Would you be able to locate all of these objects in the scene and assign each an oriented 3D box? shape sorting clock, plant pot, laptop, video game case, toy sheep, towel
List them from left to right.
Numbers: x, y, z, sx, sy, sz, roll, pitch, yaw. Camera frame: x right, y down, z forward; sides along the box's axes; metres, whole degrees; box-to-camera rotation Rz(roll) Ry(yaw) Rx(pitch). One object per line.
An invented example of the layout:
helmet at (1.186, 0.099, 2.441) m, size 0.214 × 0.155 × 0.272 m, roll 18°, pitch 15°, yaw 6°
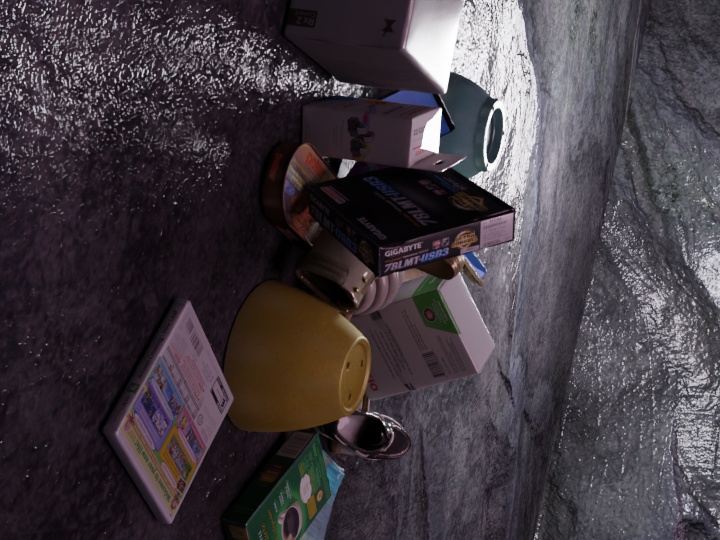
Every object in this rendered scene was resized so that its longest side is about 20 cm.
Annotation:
video game case at (-0.214, 0.163, 1.385) m, size 0.201 × 0.022 × 0.183 m, roll 75°, pitch 32°, yaw -49°
plant pot at (-0.069, 0.124, 1.572) m, size 0.200 × 0.141 × 0.202 m, roll 11°, pitch 90°, yaw -69°
towel at (-0.078, 0.338, 1.813) m, size 0.200 × 0.022 × 0.148 m, roll 59°, pitch 45°, yaw -59°
toy sheep at (0.000, 0.000, 1.716) m, size 0.200 × 0.137 × 0.139 m, roll -47°, pitch 142°, yaw -49°
laptop at (0.051, -0.166, 1.799) m, size 0.177 × 0.103 × 0.201 m, roll 50°, pitch 54°, yaw -63°
shape sorting clock at (0.138, -0.052, 2.000) m, size 0.039 × 0.200 × 0.200 m, roll -39°, pitch 152°, yaw -1°
plant pot at (0.162, -0.231, 2.011) m, size 0.200 × 0.133 × 0.202 m, roll 11°, pitch 90°, yaw -68°

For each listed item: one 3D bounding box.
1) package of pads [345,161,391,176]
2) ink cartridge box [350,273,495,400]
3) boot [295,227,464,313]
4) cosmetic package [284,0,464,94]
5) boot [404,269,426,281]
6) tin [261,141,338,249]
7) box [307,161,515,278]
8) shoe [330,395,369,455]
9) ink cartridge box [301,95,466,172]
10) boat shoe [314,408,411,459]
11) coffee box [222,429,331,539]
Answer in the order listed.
package of pads at (0.057, -0.120, 1.771) m, size 0.121 × 0.076 × 0.200 m, roll -54°, pitch 153°, yaw 3°
ink cartridge box at (0.076, 0.095, 1.801) m, size 0.147 × 0.199 × 0.084 m, roll 63°, pitch 34°, yaw -16°
boot at (0.026, -0.004, 1.604) m, size 0.155 × 0.199 × 0.072 m, roll -62°, pitch 180°, yaw -35°
cosmetic package at (0.025, -0.341, 1.569) m, size 0.200 × 0.164 × 0.166 m, roll 24°, pitch 77°, yaw -69°
boot at (0.045, 0.084, 1.945) m, size 0.155 × 0.072 × 0.201 m, roll 13°, pitch 95°, yaw -64°
tin at (-0.076, -0.098, 1.599) m, size 0.113 × 0.042 × 0.200 m, roll -70°, pitch 158°, yaw -13°
box at (0.062, -0.073, 1.535) m, size 0.197 × 0.200 × 0.050 m, roll -13°, pitch 120°, yaw -24°
shoe at (-0.002, 0.191, 1.894) m, size 0.070 × 0.053 × 0.202 m, roll 6°, pitch 94°, yaw -69°
ink cartridge box at (0.034, -0.184, 1.614) m, size 0.115 × 0.199 × 0.068 m, roll -34°, pitch 130°, yaw -62°
boat shoe at (0.014, 0.247, 1.838) m, size 0.199 × 0.060 × 0.074 m, roll 32°, pitch 79°, yaw -39°
coffee box at (-0.111, 0.324, 1.662) m, size 0.200 × 0.044 × 0.124 m, roll -50°, pitch 139°, yaw -46°
